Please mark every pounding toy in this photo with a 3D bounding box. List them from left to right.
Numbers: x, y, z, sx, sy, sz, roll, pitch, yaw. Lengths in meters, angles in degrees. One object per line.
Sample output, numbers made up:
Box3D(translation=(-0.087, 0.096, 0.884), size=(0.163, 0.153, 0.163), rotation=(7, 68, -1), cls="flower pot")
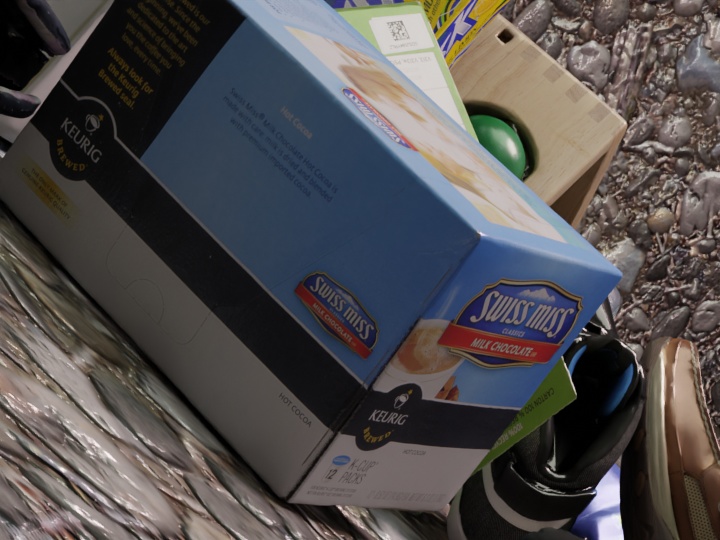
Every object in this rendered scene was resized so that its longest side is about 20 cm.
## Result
Box3D(translation=(0.042, -0.060, 1.405), size=(0.142, 0.184, 0.200), rotation=(41, -30, 12), cls="pounding toy")

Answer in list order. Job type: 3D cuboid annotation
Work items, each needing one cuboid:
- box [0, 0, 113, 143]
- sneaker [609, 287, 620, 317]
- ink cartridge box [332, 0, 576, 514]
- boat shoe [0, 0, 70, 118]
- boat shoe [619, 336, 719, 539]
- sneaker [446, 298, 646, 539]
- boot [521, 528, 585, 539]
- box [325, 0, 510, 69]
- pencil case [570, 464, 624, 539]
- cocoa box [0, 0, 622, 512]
Box3D(translation=(-0.136, -0.172, 1.258), size=(0.171, 0.200, 0.199), rotation=(45, 2, 15), cls="box")
Box3D(translation=(0.103, 0.078, 1.473), size=(0.086, 0.077, 0.200), rotation=(53, 45, -15), cls="sneaker")
Box3D(translation=(0.000, 0.000, 1.176), size=(0.076, 0.148, 0.201), rotation=(-9, 69, -36), cls="ink cartridge box")
Box3D(translation=(-0.186, -0.124, 0.976), size=(0.092, 0.075, 0.200), rotation=(21, -9, 31), cls="boat shoe")
Box3D(translation=(0.165, 0.130, 1.221), size=(0.076, 0.071, 0.201), rotation=(102, -15, -72), cls="boat shoe")
Box3D(translation=(0.106, 0.048, 1.235), size=(0.073, 0.112, 0.200), rotation=(24, 47, -8), cls="sneaker")
Box3D(translation=(0.146, 0.183, 1.030), size=(0.162, 0.073, 0.198), rotation=(41, 8, 36), cls="boot")
Box3D(translation=(0.024, -0.138, 1.317), size=(0.070, 0.200, 0.064), rotation=(37, -15, 13), cls="box")
Box3D(translation=(0.140, 0.161, 1.290), size=(0.200, 0.078, 0.087), rotation=(44, 38, 14), cls="pencil case")
Box3D(translation=(-0.022, -0.017, 1.037), size=(0.200, 0.131, 0.133), rotation=(44, 15, 27), cls="cocoa box")
